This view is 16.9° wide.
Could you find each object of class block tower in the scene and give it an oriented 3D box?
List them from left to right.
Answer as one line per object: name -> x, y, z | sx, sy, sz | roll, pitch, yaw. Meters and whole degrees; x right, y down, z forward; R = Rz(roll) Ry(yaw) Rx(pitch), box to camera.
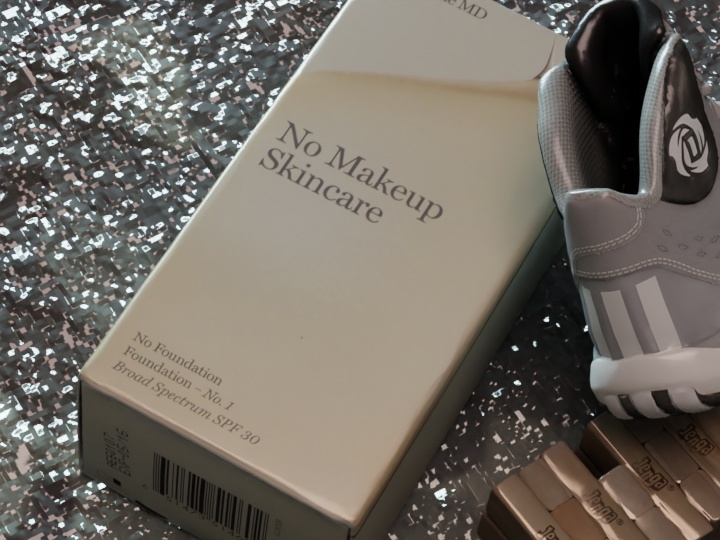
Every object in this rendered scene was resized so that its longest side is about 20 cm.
block tower -> 0.131, 0.049, 0.805 | 0.200, 0.054, 0.058 | -31, 68, -23

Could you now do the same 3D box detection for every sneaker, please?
sneaker -> 0.112, -0.048, 0.793 | 0.075, 0.116, 0.200 | -12, 24, 28

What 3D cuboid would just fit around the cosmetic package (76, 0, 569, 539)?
cosmetic package -> 0.000, 0.000, 0.810 | 0.104, 0.073, 0.200 | 27, 61, 10
